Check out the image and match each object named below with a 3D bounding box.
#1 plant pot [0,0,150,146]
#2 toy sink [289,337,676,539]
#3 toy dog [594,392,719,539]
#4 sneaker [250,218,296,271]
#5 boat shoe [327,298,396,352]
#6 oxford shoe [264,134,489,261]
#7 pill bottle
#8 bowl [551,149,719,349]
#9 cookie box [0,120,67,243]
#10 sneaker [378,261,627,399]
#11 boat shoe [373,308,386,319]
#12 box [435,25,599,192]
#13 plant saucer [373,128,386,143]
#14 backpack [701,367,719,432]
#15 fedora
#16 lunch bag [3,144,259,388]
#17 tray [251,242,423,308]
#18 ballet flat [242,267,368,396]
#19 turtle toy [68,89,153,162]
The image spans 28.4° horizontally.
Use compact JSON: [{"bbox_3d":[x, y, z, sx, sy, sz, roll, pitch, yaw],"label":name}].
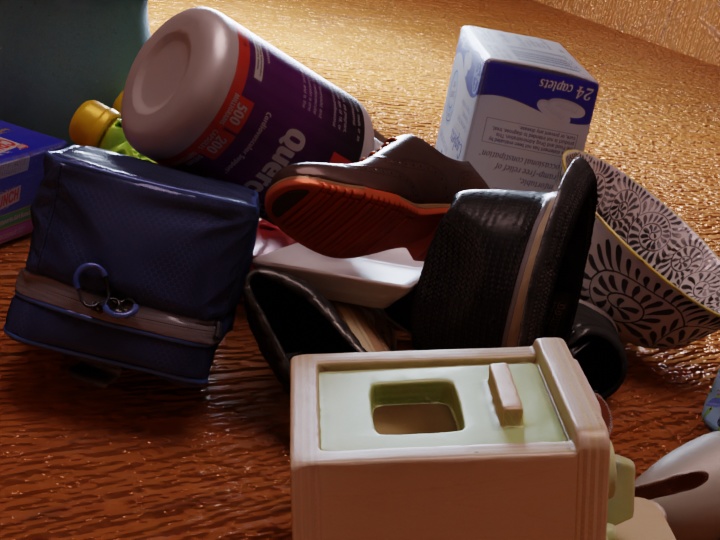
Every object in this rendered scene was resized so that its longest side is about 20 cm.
[{"bbox_3d":[-0.263,-0.169,1.233,0.198,0.189,0.200,12,17,-4],"label":"plant pot"},{"bbox_3d":[0.065,0.106,0.702,0.198,0.113,0.130,-1,19,-1],"label":"toy sink"},{"bbox_3d":[0.187,0.118,0.847,0.199,0.097,0.132,-5,25,-45],"label":"toy dog"},{"bbox_3d":[-0.057,-0.056,1.161,0.078,0.116,0.200,14,18,2],"label":"sneaker"},{"bbox_3d":[-0.005,0.048,0.959,0.064,0.072,0.200,6,18,-21],"label":"boat shoe"},{"bbox_3d":[0.011,-0.053,0.948,0.199,0.071,0.073,9,58,-45],"label":"oxford shoe"},{"bbox_3d":[-0.068,-0.099,1.034,0.199,0.113,0.112,27,6,-39],"label":"pill bottle"},{"bbox_3d":[0.215,0.001,1.182,0.200,0.094,0.201,34,23,-17],"label":"bowl"},{"bbox_3d":[-0.354,-0.080,1.081,0.199,0.076,0.171,18,18,15],"label":"cookie box"},{"bbox_3d":[0.112,0.043,1.058,0.199,0.071,0.099,15,12,-11],"label":"sneaker"},{"bbox_3d":[0.066,0.006,1.131,0.198,0.074,0.067,9,20,-12],"label":"boat shoe"},{"bbox_3d":[0.130,-0.105,1.307,0.104,0.202,0.184,10,18,-6],"label":"box"},{"bbox_3d":[-0.019,-0.108,1.312,0.199,0.030,0.200,31,-11,7],"label":"plant saucer"},{"bbox_3d":[0.333,0.082,0.983,0.182,0.136,0.200,22,15,22],"label":"backpack"},{"bbox_3d":[0.086,0.017,0.910,0.091,0.202,0.201,15,17,14],"label":"fedora"},{"bbox_3d":[-0.140,0.003,0.891,0.135,0.133,0.200,14,6,-3],"label":"lunch bag"},{"bbox_3d":[0.000,0.000,0.985,0.107,0.022,0.200,10,8,11],"label":"tray"},{"bbox_3d":[-0.010,0.075,0.834,0.200,0.066,0.057,45,2,31],"label":"ballet flat"},{"bbox_3d":[-0.155,-0.072,1.152,0.145,0.102,0.200,31,21,6],"label":"turtle toy"}]
